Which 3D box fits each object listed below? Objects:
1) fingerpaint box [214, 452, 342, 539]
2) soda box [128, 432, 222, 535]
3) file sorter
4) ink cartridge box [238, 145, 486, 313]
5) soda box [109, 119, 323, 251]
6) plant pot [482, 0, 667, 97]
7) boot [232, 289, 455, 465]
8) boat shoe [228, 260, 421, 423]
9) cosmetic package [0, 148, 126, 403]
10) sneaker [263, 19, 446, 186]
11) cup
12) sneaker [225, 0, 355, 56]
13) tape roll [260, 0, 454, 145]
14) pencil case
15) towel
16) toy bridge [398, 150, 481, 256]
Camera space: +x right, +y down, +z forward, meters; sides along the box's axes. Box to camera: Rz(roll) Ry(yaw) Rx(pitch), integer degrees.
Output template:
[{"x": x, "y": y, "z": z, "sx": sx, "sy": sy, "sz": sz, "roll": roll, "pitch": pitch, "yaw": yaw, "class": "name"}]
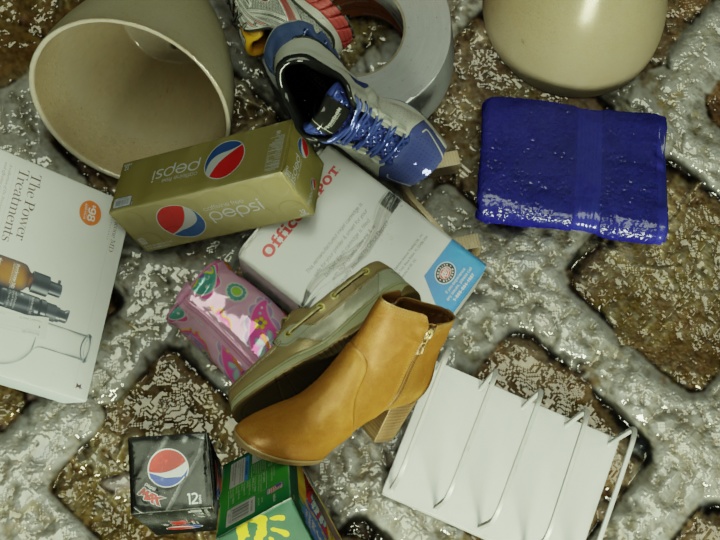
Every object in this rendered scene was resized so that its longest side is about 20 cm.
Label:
[{"x": -0.051, "y": 0.248, "z": 1.048, "sx": 0.073, "sy": 0.200, "sz": 0.169, "roll": -27, "pitch": 98, "yaw": -1, "class": "fingerpaint box"}, {"x": -0.158, "y": 0.190, "z": 1.085, "sx": 0.070, "sy": 0.200, "sz": 0.064, "roll": -4, "pitch": 73, "yaw": -4, "class": "soda box"}, {"x": 0.139, "y": 0.175, "z": 1.147, "sx": 0.198, "sy": 0.125, "sz": 0.140, "roll": 23, "pitch": 74, "yaw": 3, "class": "file sorter"}, {"x": 0.000, "y": 0.000, "z": 1.208, "sx": 0.199, "sy": 0.084, "sz": 0.145, "roll": 38, "pitch": 76, "yaw": 7, "class": "ink cartridge box"}, {"x": -0.137, "y": -0.078, "z": 1.178, "sx": 0.197, "sy": 0.068, "sz": 0.065, "roll": -10, "pitch": 51, "yaw": 27, "class": "soda box"}, {"x": 0.233, "y": -0.301, "z": 1.284, "sx": 0.197, "sy": 0.135, "sz": 0.203, "roll": 1, "pitch": 73, "yaw": -3, "class": "plant pot"}, {"x": -0.011, "y": 0.085, "z": 1.061, "sx": 0.199, "sy": 0.146, "sz": 0.071, "roll": -2, "pitch": 33, "yaw": -45, "class": "boot"}, {"x": -0.039, "y": 0.065, "z": 1.120, "sx": 0.199, "sy": 0.074, "sz": 0.067, "roll": -33, "pitch": 54, "yaw": -10, "class": "boat shoe"}, {"x": -0.309, "y": 0.008, "z": 1.165, "sx": 0.150, "sy": 0.051, "sz": 0.203, "roll": 24, "pitch": 69, "yaw": -40, "class": "cosmetic package"}, {"x": -0.013, "y": -0.139, "z": 1.148, "sx": 0.199, "sy": 0.116, "sz": 0.081, "roll": 38, "pitch": 111, "yaw": -17, "class": "sneaker"}, {"x": -0.205, "y": -0.205, "z": 1.217, "sx": 0.197, "sy": 0.202, "sz": 0.144, "roll": 14, "pitch": 48, "yaw": 1, "class": "cup"}, {"x": -0.104, "y": -0.262, "z": 1.216, "sx": 0.199, "sy": 0.078, "sz": 0.082, "roll": 37, "pitch": 81, "yaw": 16, "class": "sneaker"}, {"x": -0.003, "y": -0.231, "z": 1.269, "sx": 0.197, "sy": 0.066, "sz": 0.203, "roll": -2, "pitch": 72, "yaw": 5, "class": "tape roll"}, {"x": -0.092, "y": 0.083, "z": 1.179, "sx": 0.087, "sy": 0.088, "sz": 0.200, "roll": -43, "pitch": 80, "yaw": -14, "class": "pencil case"}, {"x": 0.216, "y": -0.101, "z": 1.272, "sx": 0.197, "sy": 0.050, "sz": 0.150, "roll": 8, "pitch": 64, "yaw": -1, "class": "towel"}, {"x": 0.069, "y": -0.107, "z": 1.273, "sx": 0.066, "sy": 0.027, "sz": 0.203, "roll": -11, "pitch": 74, "yaw": -6, "class": "toy bridge"}]
